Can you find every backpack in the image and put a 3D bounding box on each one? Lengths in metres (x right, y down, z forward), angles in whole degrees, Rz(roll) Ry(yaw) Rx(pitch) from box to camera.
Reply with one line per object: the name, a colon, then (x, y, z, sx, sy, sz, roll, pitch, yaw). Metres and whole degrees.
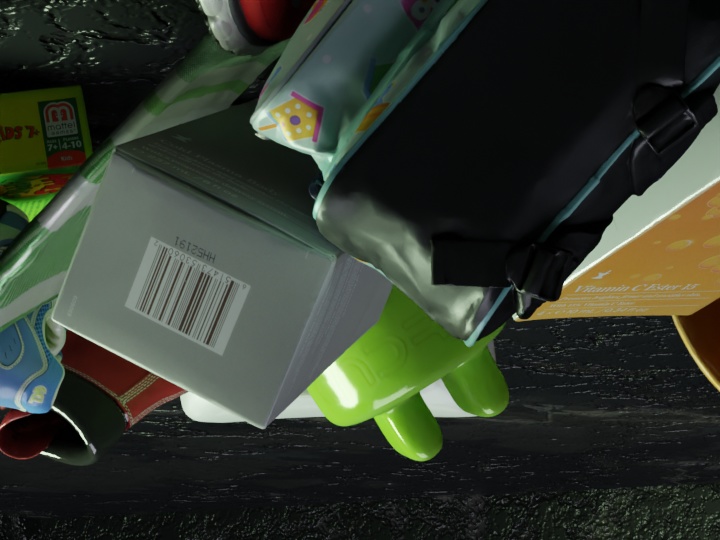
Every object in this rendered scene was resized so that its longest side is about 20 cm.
backpack: (0.056, -0.078, 0.737, 0.153, 0.176, 0.200, 39, -169, 6)

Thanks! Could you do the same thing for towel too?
towel: (-0.105, -0.047, 0.882, 0.200, 0.023, 0.153, -44, 179, 16)

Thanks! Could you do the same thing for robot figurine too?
robot figurine: (0.000, 0.000, 0.985, 0.175, 0.201, 0.116, -33, -176, -4)

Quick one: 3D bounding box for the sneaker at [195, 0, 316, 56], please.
sneaker: (-0.029, -0.140, 0.724, 0.084, 0.078, 0.200, -9, 168, 6)

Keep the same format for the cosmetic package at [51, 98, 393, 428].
cosmetic package: (-0.045, -0.011, 0.829, 0.106, 0.091, 0.200, 25, -161, 6)

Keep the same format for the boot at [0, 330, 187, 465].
boot: (-0.172, 0.040, 1.068, 0.144, 0.073, 0.199, -37, -144, -26)

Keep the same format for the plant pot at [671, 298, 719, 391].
plant pot: (0.290, -0.023, 0.991, 0.182, 0.202, 0.200, -8, 176, -39)

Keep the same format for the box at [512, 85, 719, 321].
box: (0.163, -0.059, 0.884, 0.124, 0.098, 0.200, -1, 156, -34)

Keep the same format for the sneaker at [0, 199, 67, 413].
sneaker: (-0.194, 0.024, 1.003, 0.077, 0.076, 0.200, 22, -159, -12)

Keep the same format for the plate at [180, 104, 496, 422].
plate: (-0.026, 0.001, 1.086, 0.198, 0.202, 0.032, -2, -159, 12)

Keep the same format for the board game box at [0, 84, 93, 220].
board game box: (-0.224, -0.054, 1.116, 0.101, 0.048, 0.200, -9, 170, -17)
